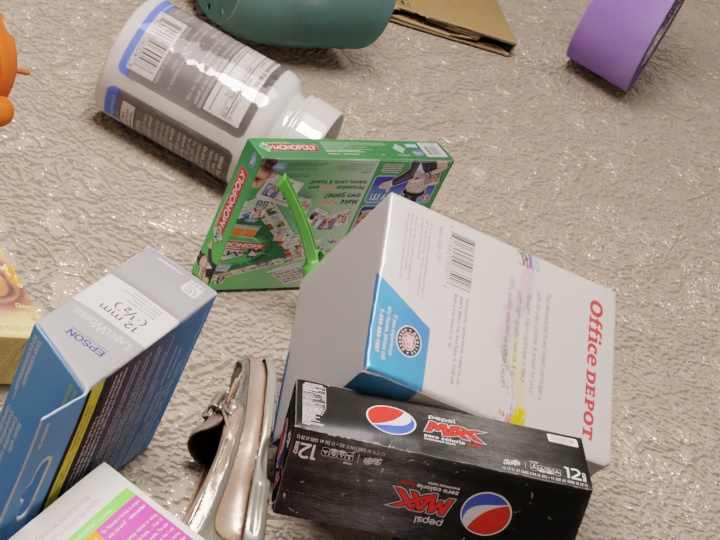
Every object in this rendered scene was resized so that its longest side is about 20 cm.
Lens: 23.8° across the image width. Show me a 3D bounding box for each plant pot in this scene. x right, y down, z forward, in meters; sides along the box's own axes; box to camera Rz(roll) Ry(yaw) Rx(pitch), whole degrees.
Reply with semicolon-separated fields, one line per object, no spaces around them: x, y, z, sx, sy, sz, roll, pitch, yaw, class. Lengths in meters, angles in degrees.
-0.079;-0.317;1.720;0.159;0.202;0.201;-10;46;-29;plant pot

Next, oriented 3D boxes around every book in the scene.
-0.119;0.215;1.036;0.199;0.048;0.134;36;39;10;book

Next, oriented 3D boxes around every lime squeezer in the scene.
0.000;0.000;1.373;0.199;0.071;0.038;33;12;-17;lime squeezer

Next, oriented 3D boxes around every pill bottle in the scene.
-0.122;-0.144;1.502;0.199;0.114;0.114;30;31;3;pill bottle

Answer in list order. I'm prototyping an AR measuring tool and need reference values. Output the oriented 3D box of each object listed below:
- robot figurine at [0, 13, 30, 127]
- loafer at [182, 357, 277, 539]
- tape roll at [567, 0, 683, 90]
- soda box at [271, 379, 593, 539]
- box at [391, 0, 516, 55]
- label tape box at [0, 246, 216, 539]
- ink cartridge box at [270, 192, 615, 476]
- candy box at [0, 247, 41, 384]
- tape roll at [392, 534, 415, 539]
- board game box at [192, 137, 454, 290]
-0.353;-0.162;1.349;0.143;0.118;0.200;-1;16;33;robot figurine
-0.094;0.127;1.178;0.062;0.072;0.201;11;37;-9;loafer
0.326;-0.317;1.995;0.084;0.201;0.200;31;32;7;tape roll
0.045;0.133;1.109;0.198;0.071;0.064;13;27;-6;soda box
0.089;-0.333;2.021;0.162;0.021;0.201;13;34;-22;box
-0.186;0.087;1.089;0.066;0.144;0.200;34;32;12;label tape box
0.063;0.071;1.224;0.198;0.145;0.148;23;54;-20;ink cartridge box
-0.309;0.014;1.126;0.199;0.055;0.116;6;43;-57;candy box
0.086;0.258;1.106;0.198;0.085;0.201;20;33;-13;tape roll
-0.029;-0.046;1.409;0.198;0.135;0.029;-2;41;-39;board game box
